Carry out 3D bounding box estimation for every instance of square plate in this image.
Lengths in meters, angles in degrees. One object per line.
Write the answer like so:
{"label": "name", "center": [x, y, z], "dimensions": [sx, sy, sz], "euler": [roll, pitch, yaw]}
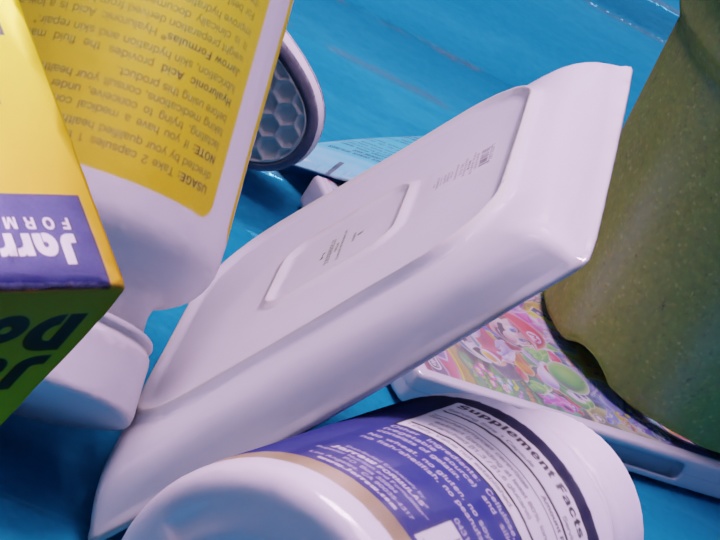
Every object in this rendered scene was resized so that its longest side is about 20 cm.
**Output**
{"label": "square plate", "center": [0.000, 0.000, 1.020], "dimensions": [0.029, 0.198, 0.200], "euler": [54, 20, -13]}

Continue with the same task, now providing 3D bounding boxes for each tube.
{"label": "tube", "center": [0.053, -0.042, 1.350], "dimensions": [0.077, 0.051, 0.199], "euler": [11, 6, 42]}

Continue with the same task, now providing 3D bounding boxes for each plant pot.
{"label": "plant pot", "center": [0.179, -0.028, 1.268], "dimensions": [0.200, 0.185, 0.201], "euler": [29, 24, -14]}

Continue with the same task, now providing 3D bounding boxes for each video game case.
{"label": "video game case", "center": [0.077, 0.031, 1.277], "dimensions": [0.199, 0.018, 0.143], "euler": [19, 27, -32]}

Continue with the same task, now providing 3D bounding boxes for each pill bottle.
{"label": "pill bottle", "center": [-0.089, -0.053, 0.988], "dimensions": [0.111, 0.201, 0.111], "euler": [14, -14, 4]}
{"label": "pill bottle", "center": [0.014, 0.100, 0.944], "dimensions": [0.111, 0.111, 0.200], "euler": [42, 24, 19]}

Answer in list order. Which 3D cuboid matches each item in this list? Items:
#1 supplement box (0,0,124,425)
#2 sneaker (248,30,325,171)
{"label": "supplement box", "center": [-0.159, -0.051, 0.752], "dimensions": [0.108, 0.110, 0.201], "euler": [-2, 60, -40]}
{"label": "sneaker", "center": [-0.070, -0.127, 1.317], "dimensions": [0.202, 0.077, 0.146], "euler": [39, 26, 15]}
